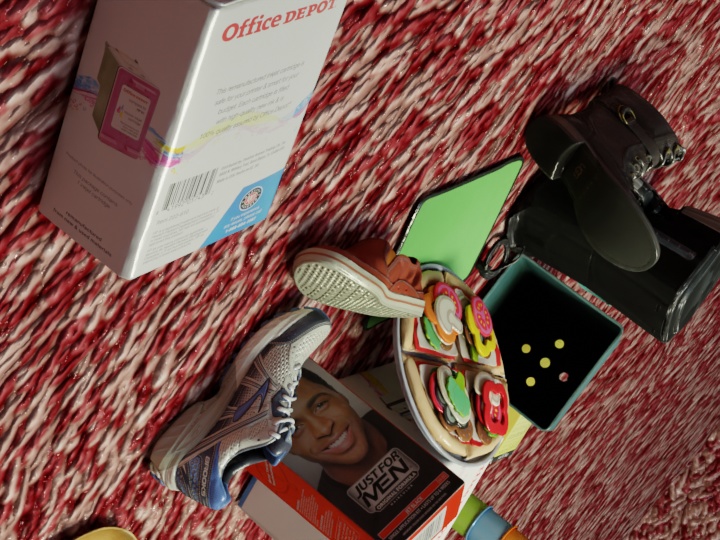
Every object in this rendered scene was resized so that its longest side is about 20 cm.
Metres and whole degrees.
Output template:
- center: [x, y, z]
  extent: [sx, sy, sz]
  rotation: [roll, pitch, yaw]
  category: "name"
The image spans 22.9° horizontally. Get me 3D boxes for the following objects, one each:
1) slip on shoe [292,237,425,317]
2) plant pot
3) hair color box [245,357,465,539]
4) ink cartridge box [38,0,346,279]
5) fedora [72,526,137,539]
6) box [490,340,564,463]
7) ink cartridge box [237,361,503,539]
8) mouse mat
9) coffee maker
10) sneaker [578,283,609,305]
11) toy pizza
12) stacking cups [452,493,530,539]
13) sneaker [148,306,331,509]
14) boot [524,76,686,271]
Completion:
- center: [0.000, 0.000, 1.528]
  extent: [0.200, 0.074, 0.061]
  rotation: [19, 72, -62]
  category: "slip on shoe"
- center: [0.201, 0.091, 1.989]
  extent: [0.141, 0.141, 0.200]
  rotation: [-53, 167, -1]
  category: "plant pot"
- center: [-0.018, 0.169, 1.549]
  extent: [0.102, 0.200, 0.061]
  rotation: [-41, 156, -30]
  category: "hair color box"
- center: [-0.100, -0.112, 1.093]
  extent: [0.145, 0.085, 0.200]
  rotation: [-27, 148, -50]
  category: "ink cartridge box"
- center: [-0.236, 0.305, 1.465]
  extent: [0.201, 0.082, 0.201]
  rotation: [-44, 158, -23]
  category: "fedora"
- center: [0.205, 0.142, 2.190]
  extent: [0.075, 0.050, 0.200]
  rotation: [-9, 133, -61]
  category: "box"
- center: [0.013, 0.197, 1.735]
  extent: [0.200, 0.145, 0.147]
  rotation: [-12, 135, -60]
  category: "ink cartridge box"
- center: [0.082, -0.028, 1.723]
  extent: [0.200, 0.008, 0.161]
  rotation: [-26, 146, -52]
  category: "mouse mat"
- center: [0.262, -0.016, 1.846]
  extent: [0.192, 0.200, 0.135]
  rotation: [-55, 159, 1]
  category: "coffee maker"
- center: [0.313, -0.020, 2.110]
  extent: [0.200, 0.084, 0.121]
  rotation: [-6, 124, -53]
  category: "sneaker"
- center: [0.096, 0.088, 1.696]
  extent: [0.032, 0.200, 0.200]
  rotation: [-16, 179, 31]
  category: "toy pizza"
- center: [0.158, 0.322, 2.163]
  extent: [0.061, 0.200, 0.061]
  rotation: [-45, 160, -21]
  category: "stacking cups"
- center: [-0.083, 0.120, 1.497]
  extent: [0.200, 0.085, 0.077]
  rotation: [-49, 159, -12]
  category: "sneaker"
- center: [0.269, -0.102, 1.754]
  extent: [0.174, 0.200, 0.069]
  rotation: [-20, 161, -45]
  category: "boot"
